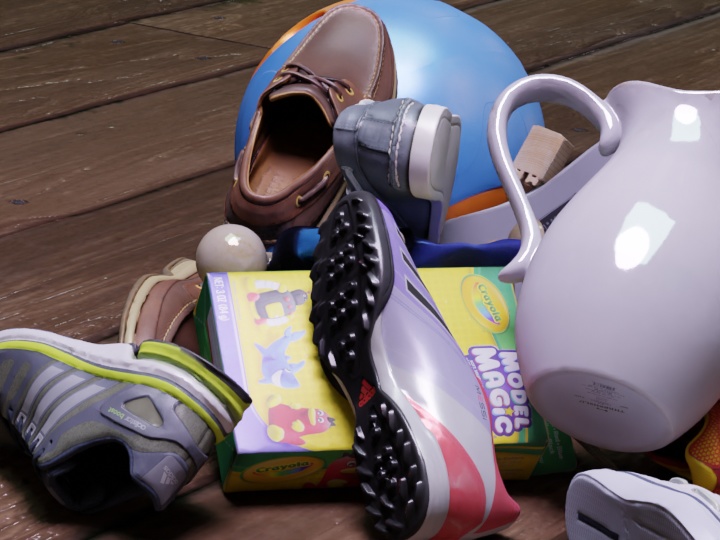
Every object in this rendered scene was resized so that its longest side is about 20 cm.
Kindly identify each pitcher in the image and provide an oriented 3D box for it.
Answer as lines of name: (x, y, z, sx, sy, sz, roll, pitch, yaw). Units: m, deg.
pitcher: (0.133, -0.013, 1.529, 0.171, 0.121, 0.200, 13, 60, 15)

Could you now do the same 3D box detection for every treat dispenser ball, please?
treat dispenser ball: (0.019, -0.077, 1.823, 0.201, 0.201, 0.201, 3, 16, -1)

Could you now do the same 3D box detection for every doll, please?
doll: (0.000, 0.000, 1.598, 0.200, 0.049, 0.136, 1, -19, -28)

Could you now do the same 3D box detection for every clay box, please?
clay box: (0.018, 0.056, 1.532, 0.200, 0.048, 0.115, -2, 57, -16)

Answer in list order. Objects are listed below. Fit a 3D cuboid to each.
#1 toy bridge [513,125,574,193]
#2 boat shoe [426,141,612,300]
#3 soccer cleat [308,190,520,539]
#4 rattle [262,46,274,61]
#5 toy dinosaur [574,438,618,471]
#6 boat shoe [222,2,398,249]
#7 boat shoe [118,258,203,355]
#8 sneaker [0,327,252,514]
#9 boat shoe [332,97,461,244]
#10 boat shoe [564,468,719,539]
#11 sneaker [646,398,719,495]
toy bridge: (0.144, -0.023, 1.826, 0.027, 0.067, 0.200, 25, -8, 33)
boat shoe: (0.111, -0.019, 1.726, 0.200, 0.069, 0.057, -30, -15, 18)
soccer cleat: (0.027, 0.051, 1.478, 0.073, 0.068, 0.200, 7, 55, -34)
rattle: (-0.033, -0.106, 2.017, 0.130, 0.143, 0.200, -32, 12, 23)
toy dinosaur: (0.075, 0.057, 1.630, 0.101, 0.058, 0.200, -1, 17, -19)
boat shoe: (-0.026, -0.088, 1.671, 0.072, 0.068, 0.200, 15, 53, 12)
boat shoe: (-0.091, 0.038, 1.611, 0.067, 0.072, 0.200, 6, 14, 10)
sneaker: (-0.152, 0.081, 1.466, 0.200, 0.074, 0.081, -3, 46, 43)
boat shoe: (0.022, -0.061, 1.634, 0.062, 0.073, 0.200, 9, -7, 6)
boat shoe: (0.162, 0.132, 1.355, 0.067, 0.074, 0.200, -4, 17, -17)
sneaker: (0.190, 0.074, 1.580, 0.077, 0.073, 0.200, -11, 12, 0)
